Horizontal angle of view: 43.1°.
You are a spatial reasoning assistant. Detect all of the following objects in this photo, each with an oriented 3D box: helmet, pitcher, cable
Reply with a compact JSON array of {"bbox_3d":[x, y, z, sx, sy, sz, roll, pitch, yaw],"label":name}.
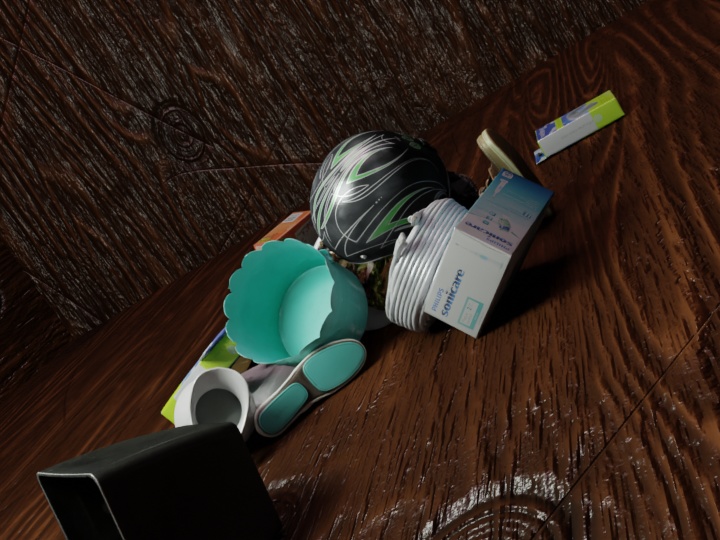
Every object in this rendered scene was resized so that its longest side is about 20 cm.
[{"bbox_3d":[0.020,-0.112,1.388,0.191,0.200,0.200,-11,-2,-35],"label":"helmet"},{"bbox_3d":[-0.210,0.233,1.319,0.121,0.172,0.200,7,-12,-10],"label":"pitcher"},{"bbox_3d":[0.104,-0.009,1.326,0.200,0.069,0.200,-44,-27,-52],"label":"cable"}]

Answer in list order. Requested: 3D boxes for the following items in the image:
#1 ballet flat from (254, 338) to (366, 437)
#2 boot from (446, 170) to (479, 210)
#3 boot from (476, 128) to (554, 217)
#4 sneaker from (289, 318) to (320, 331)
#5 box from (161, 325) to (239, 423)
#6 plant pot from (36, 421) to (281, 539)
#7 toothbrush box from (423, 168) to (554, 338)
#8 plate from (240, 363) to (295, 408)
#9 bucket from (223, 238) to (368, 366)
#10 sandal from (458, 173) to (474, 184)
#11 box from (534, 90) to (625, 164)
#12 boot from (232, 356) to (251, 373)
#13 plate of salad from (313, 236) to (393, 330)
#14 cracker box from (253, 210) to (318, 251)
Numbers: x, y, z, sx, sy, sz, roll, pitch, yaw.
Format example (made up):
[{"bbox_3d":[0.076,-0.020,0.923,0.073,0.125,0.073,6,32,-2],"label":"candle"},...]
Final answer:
[{"bbox_3d":[-0.080,0.170,1.354,0.200,0.069,0.069,-39,13,-17],"label":"ballet flat"},{"bbox_3d":[0.118,-0.092,1.498,0.073,0.163,0.198,-4,31,-26],"label":"boot"},{"bbox_3d":[0.206,-0.126,1.490,0.155,0.200,0.072,-29,37,23],"label":"boot"},{"bbox_3d":[-0.096,0.107,1.567,0.200,0.071,0.098,-5,13,32],"label":"sneaker"},{"bbox_3d":[-0.248,0.164,1.508,0.200,0.048,0.122,-49,3,42],"label":"box"},{"bbox_3d":[-0.210,0.270,1.010,0.177,0.200,0.200,-27,6,-37],"label":"plant pot"},{"bbox_3d":[0.177,-0.027,1.248,0.200,0.085,0.146,-45,-22,-51],"label":"toothbrush box"},{"bbox_3d":[-0.201,0.213,1.560,0.199,0.032,0.200,-27,13,22],"label":"plate"},{"bbox_3d":[-0.096,0.058,1.432,0.207,0.207,0.135,-28,-26,21],"label":"bucket"},{"bbox_3d":[0.166,-0.107,1.597,0.080,0.200,0.054,-24,55,-8],"label":"sandal"},{"bbox_3d":[0.445,-0.300,1.905,0.200,0.048,0.122,-28,12,17],"label":"box"},{"bbox_3d":[-0.209,0.106,1.805,0.200,0.073,0.155,-62,7,5],"label":"boot"},{"bbox_3d":[0.000,0.000,1.502,0.200,0.200,0.048,-28,-10,23],"label":"plate of salad"},{"bbox_3d":[-0.109,0.004,1.735,0.058,0.200,0.134,-5,27,38],"label":"cracker box"}]
